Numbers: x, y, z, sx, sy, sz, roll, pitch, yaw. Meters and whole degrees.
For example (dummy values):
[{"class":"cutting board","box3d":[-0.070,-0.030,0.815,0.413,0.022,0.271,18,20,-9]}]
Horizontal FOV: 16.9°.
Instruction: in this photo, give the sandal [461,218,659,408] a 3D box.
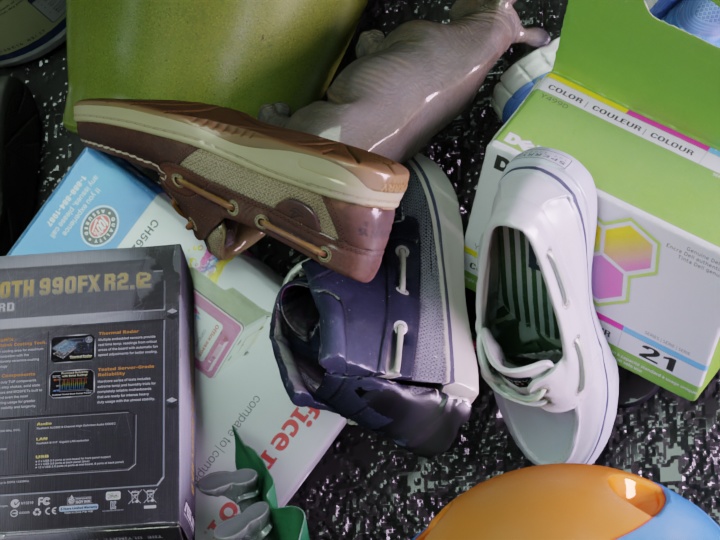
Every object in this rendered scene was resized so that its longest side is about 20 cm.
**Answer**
[{"class":"sandal","box3d":[0.073,0.015,1.314,0.199,0.045,0.075,20,83,21]}]

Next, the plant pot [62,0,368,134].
[{"class":"plant pot","box3d":[-0.082,-0.155,1.344,0.199,0.200,0.194,14,93,20]}]

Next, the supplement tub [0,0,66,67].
[{"class":"supplement tub","box3d":[-0.241,-0.212,1.389,0.144,0.200,0.146,-4,75,16]}]

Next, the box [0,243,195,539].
[{"class":"box","box3d":[-0.183,0.071,1.208,0.199,0.048,0.159,-4,59,2]}]

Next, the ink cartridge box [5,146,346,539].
[{"class":"ink cartridge box","box3d":[-0.104,0.048,1.306,0.200,0.085,0.145,36,90,0]}]

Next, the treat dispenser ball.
[{"class":"treat dispenser ball","box3d":[0.102,0.194,1.175,0.200,0.201,0.202,-4,75,16]}]

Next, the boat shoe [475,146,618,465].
[{"class":"boat shoe","box3d":[0.084,0.034,1.229,0.073,0.201,0.067,11,40,28]}]

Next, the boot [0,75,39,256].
[{"class":"boot","box3d":[-0.274,-0.018,1.418,0.150,0.073,0.201,2,77,19]}]

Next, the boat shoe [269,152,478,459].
[{"class":"boat shoe","box3d":[0.000,0.000,1.247,0.075,0.092,0.201,-51,33,32]}]

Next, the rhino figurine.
[{"class":"rhino figurine","box3d":[0.029,-0.102,1.284,0.200,0.060,0.087,-40,21,-22]}]

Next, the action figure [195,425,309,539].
[{"class":"action figure","box3d":[-0.035,0.192,1.241,0.054,0.201,0.118,-19,31,-4]}]

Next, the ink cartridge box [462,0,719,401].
[{"class":"ink cartridge box","box3d":[0.141,-0.054,1.220,0.147,0.201,0.076,26,47,15]}]

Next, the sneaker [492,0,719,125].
[{"class":"sneaker","box3d":[0.174,-0.109,1.306,0.200,0.078,0.089,-32,76,16]}]

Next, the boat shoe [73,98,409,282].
[{"class":"boat shoe","box3d":[-0.068,-0.041,1.216,0.199,0.072,0.072,17,102,30]}]
